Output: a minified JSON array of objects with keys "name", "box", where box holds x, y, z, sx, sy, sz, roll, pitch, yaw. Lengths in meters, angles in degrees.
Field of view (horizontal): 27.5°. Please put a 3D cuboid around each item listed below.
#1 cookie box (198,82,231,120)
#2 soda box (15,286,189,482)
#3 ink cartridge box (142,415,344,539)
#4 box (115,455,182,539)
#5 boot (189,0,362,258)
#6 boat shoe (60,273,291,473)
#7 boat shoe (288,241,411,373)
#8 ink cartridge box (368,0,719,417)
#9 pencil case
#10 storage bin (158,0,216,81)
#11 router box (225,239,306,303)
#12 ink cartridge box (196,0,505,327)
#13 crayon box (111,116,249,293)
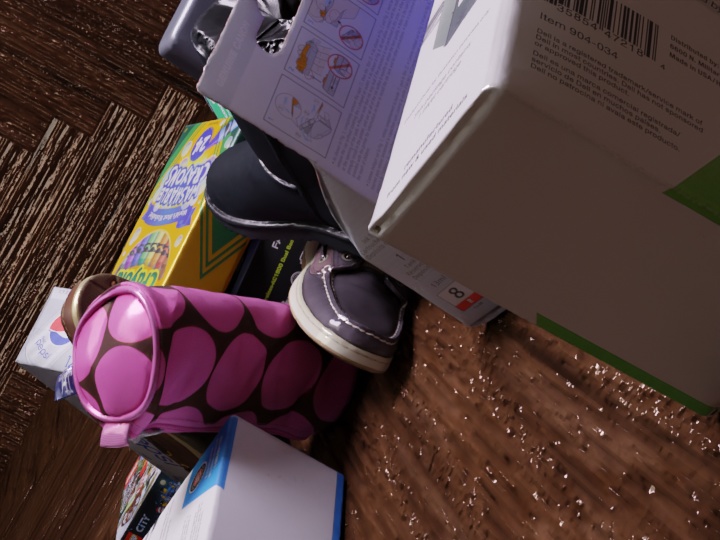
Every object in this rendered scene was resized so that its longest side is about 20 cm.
[{"name":"cookie box","box":[-0.026,-0.189,1.251,0.171,0.075,0.200,-27,-1,-25]},{"name":"soda box","box":[-0.151,0.090,1.057,0.068,0.200,0.064,6,63,37]},{"name":"ink cartridge box","box":[-0.097,0.209,0.851,0.200,0.084,0.146,-55,14,24]},{"name":"box","box":[-0.147,0.139,1.286,0.200,0.038,0.137,-59,13,11]},{"name":"boot","box":[-0.056,-0.097,0.910,0.200,0.168,0.076,17,54,47]},{"name":"boat shoe","box":[-0.130,0.083,0.968,0.067,0.200,0.072,-14,39,40]},{"name":"boat shoe","box":[0.000,0.000,0.950,0.065,0.072,0.200,-58,10,18]},{"name":"ink cartridge box","box":[0.100,-0.069,0.547,0.084,0.145,0.200,-50,17,43]},{"name":"pencil case","box":[-0.085,0.062,0.907,0.091,0.200,0.094,-17,75,37]},{"name":"storage bin","box":[-0.046,-0.190,1.026,0.200,0.134,0.146,-64,14,-2]},{"name":"router box","box":[-0.075,-0.017,1.228,0.150,0.062,0.200,-65,15,9]},{"name":"ink cartridge box","box":[0.011,-0.084,0.793,0.050,0.200,0.162,-43,22,48]},{"name":"crayon box","box":[-0.137,-0.023,1.160,0.126,0.052,0.200,0,63,60]}]
